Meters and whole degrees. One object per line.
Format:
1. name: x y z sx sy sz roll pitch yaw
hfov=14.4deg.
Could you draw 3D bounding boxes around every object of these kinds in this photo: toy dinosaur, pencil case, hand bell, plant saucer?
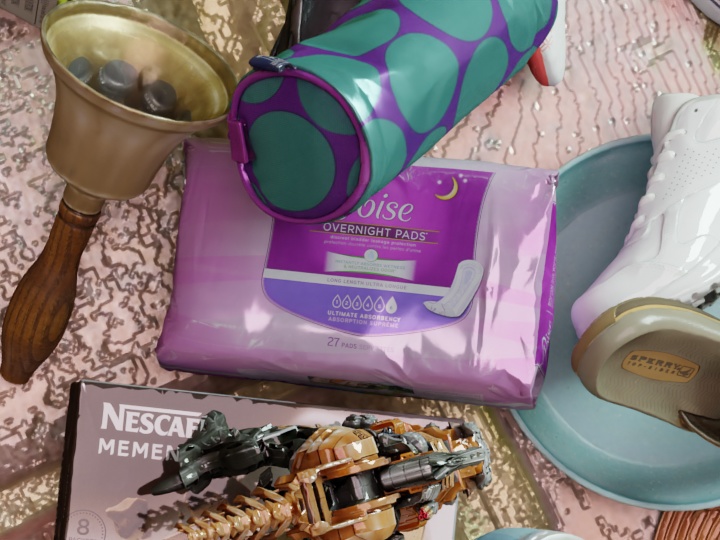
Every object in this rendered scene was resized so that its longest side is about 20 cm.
1. toy dinosaur: -0.020 0.102 1.355 0.200 0.136 0.102 21 61 -48
2. pencil case: 0.015 -0.102 1.408 0.092 0.200 0.085 17 126 27
3. hand bell: -0.144 -0.025 1.438 0.104 0.104 0.200 23 120 -5
4. plant saucer: 0.162 0.029 1.518 0.199 0.036 0.201 1 81 -7

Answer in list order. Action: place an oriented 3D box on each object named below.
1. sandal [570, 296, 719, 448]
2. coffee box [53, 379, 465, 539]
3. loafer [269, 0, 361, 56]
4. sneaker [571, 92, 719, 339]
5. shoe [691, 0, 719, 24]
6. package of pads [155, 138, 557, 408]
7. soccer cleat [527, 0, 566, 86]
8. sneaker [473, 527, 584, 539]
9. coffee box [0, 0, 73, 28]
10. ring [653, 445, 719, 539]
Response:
1. sandal: 0.199 0.061 1.441 0.200 0.054 0.080 10 123 -28
2. coffee box: -0.055 0.121 1.463 0.199 0.080 0.113 7 85 -8
3. loafer: -0.003 -0.161 1.500 0.072 0.063 0.200 15 84 -6
4. sneaker: 0.171 -0.039 1.481 0.200 0.078 0.099 -39 82 -19
5. shoe: 0.267 -0.145 1.521 0.200 0.091 0.072 24 83 -5
6. package of pads: 0.000 0.000 1.454 0.199 0.076 0.121 5 82 7
7. soccer cleat: 0.098 -0.199 1.515 0.085 0.069 0.201 -11 82 0
8. sneaker: 0.125 0.202 1.493 0.074 0.082 0.200 -44 115 -20
9. coffee box: -0.189 -0.259 1.414 0.197 0.200 0.200 27 83 -5
10. ring: 0.253 0.171 1.532 0.200 0.019 0.201 1 86 -7
